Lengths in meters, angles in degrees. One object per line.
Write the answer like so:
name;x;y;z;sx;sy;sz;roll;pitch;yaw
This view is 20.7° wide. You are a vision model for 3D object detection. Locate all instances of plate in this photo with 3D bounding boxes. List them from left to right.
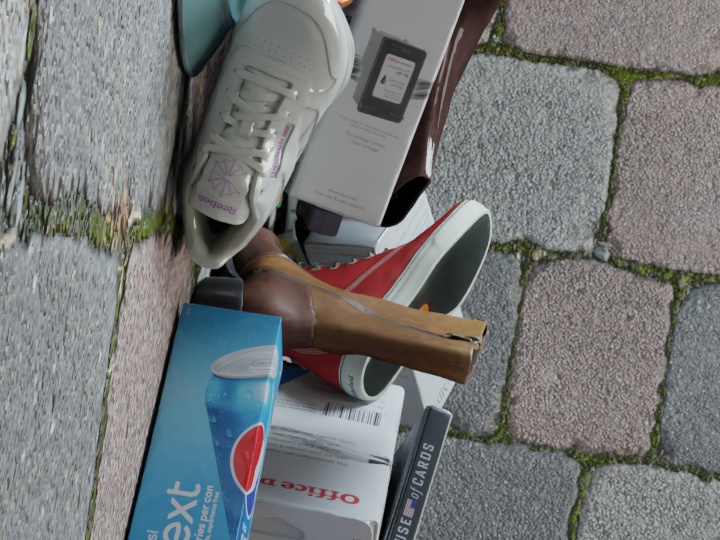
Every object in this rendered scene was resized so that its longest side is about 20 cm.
plate;-0.078;-0.213;1.166;0.200;0.025;0.202;8;90;-86

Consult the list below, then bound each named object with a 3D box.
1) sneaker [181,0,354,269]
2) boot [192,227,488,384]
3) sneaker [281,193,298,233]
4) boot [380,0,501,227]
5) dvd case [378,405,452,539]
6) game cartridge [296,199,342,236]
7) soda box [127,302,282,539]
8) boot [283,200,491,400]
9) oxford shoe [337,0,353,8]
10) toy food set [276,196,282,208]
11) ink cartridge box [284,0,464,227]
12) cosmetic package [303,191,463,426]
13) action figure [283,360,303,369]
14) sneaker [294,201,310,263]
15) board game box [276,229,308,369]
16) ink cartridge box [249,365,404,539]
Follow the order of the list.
sneaker;-0.058;-0.084;1.179;0.100;0.074;0.201;-70;-179;-50
boot;-0.007;0.020;1.391;0.188;0.198;0.069;-64;161;-79
sneaker;-0.042;-0.085;1.798;0.091;0.077;0.202;-138;-122;-75
boot;0.060;-0.141;1.500;0.200;0.072;0.168;132;-33;-55
dvd case;0.021;0.200;1.489;0.200;0.025;0.151;116;-7;-68
game cartridge;-0.027;-0.122;1.604;0.200;0.038;0.131;-113;-145;-67
soda box;-0.097;0.124;1.236;0.064;0.067;0.201;93;7;-59
boot;0.000;0.000;1.506;0.200;0.143;0.073;-46;143;-32
oxford shoe;-0.053;-0.242;1.273;0.073;0.071;0.202;-31;-129;37
toy food set;-0.057;-0.144;1.448;0.199;0.048;0.201;-78;175;-50
ink cartridge box;0.004;-0.141;1.292;0.202;0.066;0.116;-70;-161;6
cosmetic package;0.026;0.024;1.643;0.102;0.073;0.201;-58;141;-39
action figure;-0.076;0.130;1.603;0.200;0.069;0.131;86;16;-63
sneaker;0.004;-0.076;1.682;0.079;0.088;0.202;-124;-127;-71
board game box;-0.043;0.058;1.664;0.200;0.034;0.135;90;-24;-74
ink cartridge box;-0.052;0.150;1.405;0.200;0.143;0.085;-74;173;-66
